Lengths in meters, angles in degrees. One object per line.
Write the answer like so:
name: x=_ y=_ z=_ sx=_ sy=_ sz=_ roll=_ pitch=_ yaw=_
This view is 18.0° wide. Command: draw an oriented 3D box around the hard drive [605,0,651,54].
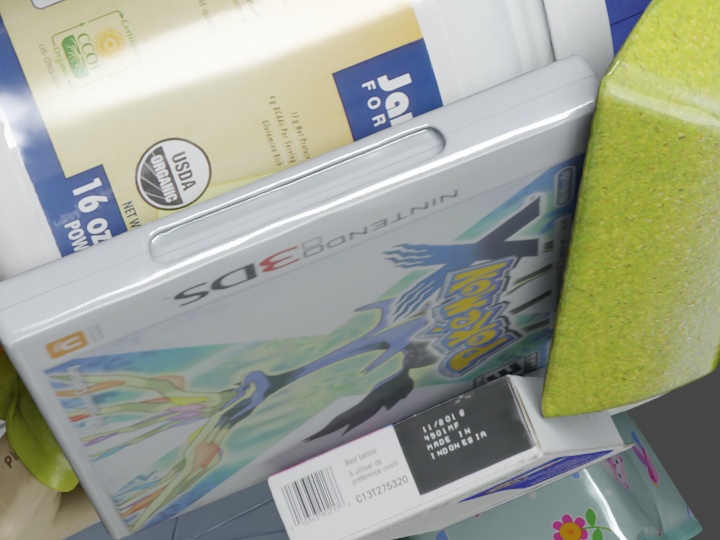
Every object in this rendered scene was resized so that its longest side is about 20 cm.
hard drive: x=0.109 y=-0.061 z=0.973 sx=0.131 sy=0.025 sz=0.200 roll=-23 pitch=145 yaw=9

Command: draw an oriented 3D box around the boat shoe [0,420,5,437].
boat shoe: x=-0.230 y=0.063 z=0.946 sx=0.199 sy=0.074 sz=0.067 roll=-24 pitch=130 yaw=3

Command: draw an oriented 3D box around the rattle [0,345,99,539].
rattle: x=-0.101 y=0.023 z=0.913 sx=0.200 sy=0.142 sz=0.131 roll=-28 pitch=144 yaw=-50

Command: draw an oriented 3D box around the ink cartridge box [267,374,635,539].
ink cartridge box: x=0.041 y=0.072 z=0.854 sx=0.094 sy=0.037 sz=0.200 roll=-25 pitch=168 yaw=13

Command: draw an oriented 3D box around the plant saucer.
plant saucer: x=0.132 y=-0.061 z=0.723 sx=0.200 sy=0.048 sz=0.200 roll=-55 pitch=164 yaw=-27

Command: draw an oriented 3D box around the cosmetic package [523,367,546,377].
cosmetic package: x=0.000 y=0.000 z=0.910 sx=0.200 sy=0.150 sz=0.052 roll=20 pitch=90 yaw=-59

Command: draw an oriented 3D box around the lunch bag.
lunch bag: x=0.048 y=0.122 z=1.203 sx=0.200 sy=0.171 sz=0.122 roll=-34 pitch=168 yaw=23

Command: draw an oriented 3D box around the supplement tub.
supplement tub: x=-0.034 y=-0.071 z=0.715 sx=0.199 sy=0.145 sz=0.145 roll=-22 pitch=158 yaw=-6

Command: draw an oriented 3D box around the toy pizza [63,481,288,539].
toy pizza: x=-0.093 y=0.117 z=1.058 sx=0.199 sy=0.032 sz=0.200 roll=-20 pitch=161 yaw=-7

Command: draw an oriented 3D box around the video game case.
video game case: x=-0.012 y=0.017 z=0.715 sx=0.181 sy=0.022 sz=0.200 roll=-22 pitch=159 yaw=-6

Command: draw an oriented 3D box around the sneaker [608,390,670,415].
sneaker: x=0.087 y=0.058 z=1.079 sx=0.199 sy=0.073 sz=0.071 roll=-24 pitch=-156 yaw=24
